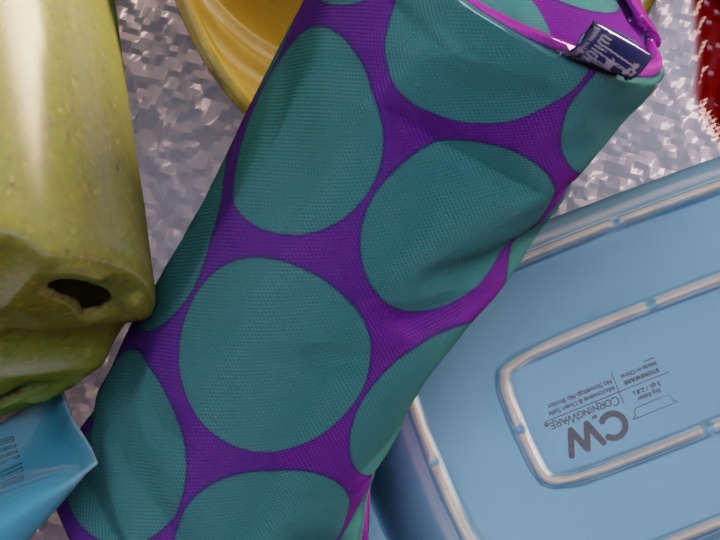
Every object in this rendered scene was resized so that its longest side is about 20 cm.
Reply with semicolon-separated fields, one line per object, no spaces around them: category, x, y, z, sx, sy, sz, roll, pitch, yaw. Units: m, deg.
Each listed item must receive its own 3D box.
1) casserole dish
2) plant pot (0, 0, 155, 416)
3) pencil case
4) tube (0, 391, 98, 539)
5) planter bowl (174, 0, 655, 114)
casserole dish;0.086;0.031;0.786;0.199;0.039;0.122;-21;74;-7
plant pot;-0.136;-0.058;0.716;0.199;0.201;0.185;-16;71;-6
pencil case;0.000;0.000;0.719;0.092;0.085;0.200;22;115;-21
tube;-0.149;0.103;0.730;0.200;0.077;0.050;-39;113;-1
planter bowl;-0.001;-0.130;0.786;0.083;0.200;0.201;18;68;48
